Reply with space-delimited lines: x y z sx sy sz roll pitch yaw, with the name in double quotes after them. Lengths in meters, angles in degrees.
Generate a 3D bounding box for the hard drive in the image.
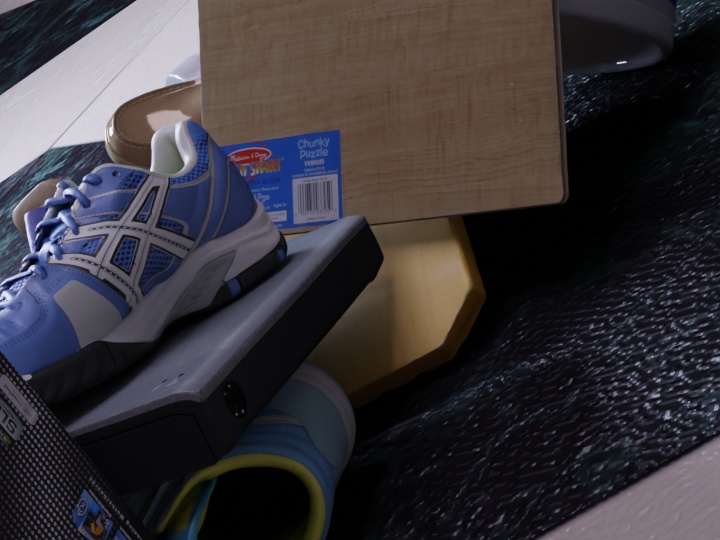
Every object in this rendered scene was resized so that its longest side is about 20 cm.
-0.080 0.043 0.672 0.139 0.033 0.200 -22 12 25 "hard drive"

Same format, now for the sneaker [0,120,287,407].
-0.117 0.003 0.643 0.075 0.077 0.200 -16 15 41 "sneaker"

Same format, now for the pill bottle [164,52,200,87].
-0.045 -0.170 1.155 0.200 0.111 0.111 -41 21 -18 "pill bottle"

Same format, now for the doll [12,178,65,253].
-0.129 0.042 0.824 0.048 0.136 0.201 -45 46 26 "doll"

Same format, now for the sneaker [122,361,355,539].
-0.094 0.116 0.649 0.199 0.080 0.131 -34 12 8 "sneaker"

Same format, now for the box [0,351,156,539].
-0.121 0.128 0.509 0.044 0.201 0.161 -26 21 24 "box"

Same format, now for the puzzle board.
0.006 -0.097 0.744 0.199 0.152 0.017 -6 -5 32 "puzzle board"

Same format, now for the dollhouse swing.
0.000 0.000 0.832 0.199 0.177 0.181 -29 -20 20 "dollhouse swing"

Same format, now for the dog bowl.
0.071 -0.162 0.835 0.200 0.199 0.080 3 87 60 "dog bowl"

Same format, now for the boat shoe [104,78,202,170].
-0.077 -0.116 1.044 0.198 0.065 0.072 -13 62 -6 "boat shoe"
